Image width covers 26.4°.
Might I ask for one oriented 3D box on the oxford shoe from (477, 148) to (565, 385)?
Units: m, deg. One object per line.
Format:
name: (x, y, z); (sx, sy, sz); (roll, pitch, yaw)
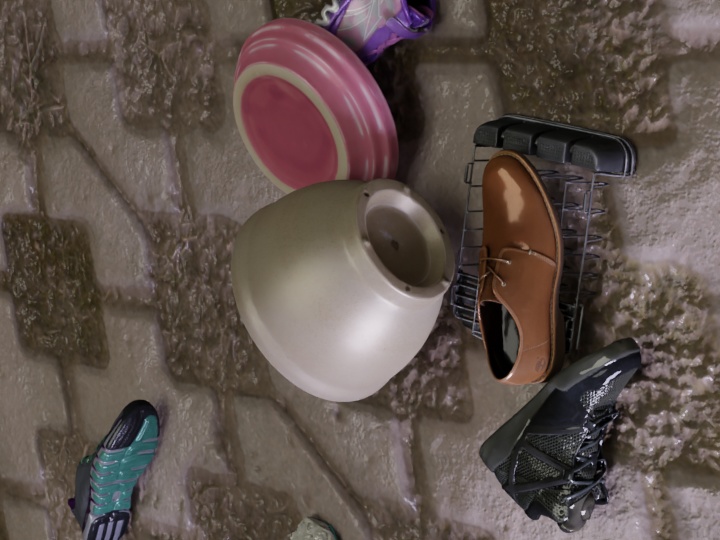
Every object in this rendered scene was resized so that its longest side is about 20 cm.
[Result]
oxford shoe: (0.127, -0.002, 1.295); (0.071, 0.071, 0.203); (-10, 87, 44)

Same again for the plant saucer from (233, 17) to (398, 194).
plant saucer: (-0.053, -0.140, 1.472); (0.199, 0.051, 0.202); (30, 140, 29)

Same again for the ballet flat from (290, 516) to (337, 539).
ballet flat: (-0.052, 0.354, 1.550); (0.071, 0.071, 0.203); (-5, 89, 42)

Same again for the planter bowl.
planter bowl: (0.000, 0.000, 1.385); (0.134, 0.199, 0.202); (-34, 71, 41)

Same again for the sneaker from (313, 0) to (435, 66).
sneaker: (0.022, -0.240, 1.442); (0.088, 0.080, 0.201); (43, 119, 23)

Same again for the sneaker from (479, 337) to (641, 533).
sneaker: (0.192, 0.146, 1.312); (0.200, 0.076, 0.115); (-51, 63, 35)

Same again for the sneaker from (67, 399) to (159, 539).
sneaker: (-0.295, 0.219, 1.759); (0.087, 0.074, 0.202); (42, 120, 37)

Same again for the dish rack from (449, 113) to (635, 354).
dish rack: (0.153, -0.029, 1.351); (0.152, 0.054, 0.203); (17, 106, 42)
